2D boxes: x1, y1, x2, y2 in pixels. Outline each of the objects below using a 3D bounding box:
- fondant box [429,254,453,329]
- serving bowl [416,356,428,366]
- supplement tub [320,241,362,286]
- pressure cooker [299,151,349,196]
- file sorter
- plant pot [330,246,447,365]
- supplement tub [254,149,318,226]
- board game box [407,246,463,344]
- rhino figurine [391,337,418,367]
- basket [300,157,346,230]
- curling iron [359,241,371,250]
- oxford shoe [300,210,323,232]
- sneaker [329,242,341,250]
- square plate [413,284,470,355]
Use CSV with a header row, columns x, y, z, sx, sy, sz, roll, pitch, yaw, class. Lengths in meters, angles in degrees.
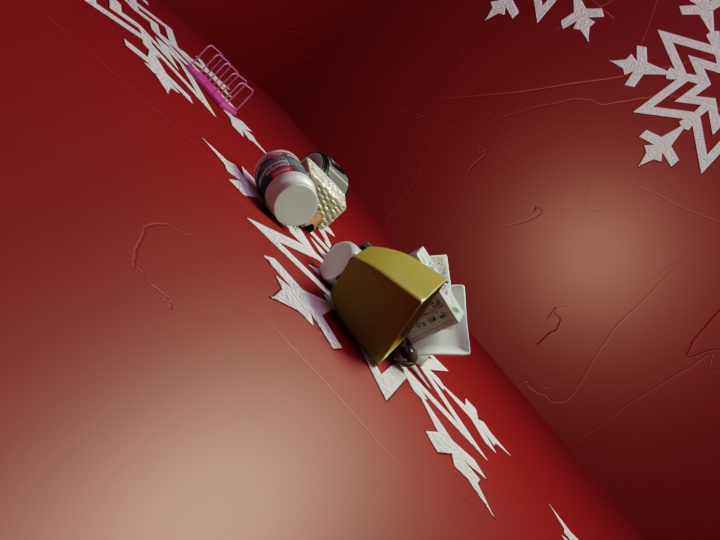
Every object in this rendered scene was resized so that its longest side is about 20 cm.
x,y,z,sx,sy,sz,roll,pitch,yaw,class
0.175,0.063,1.589,0.058,0.142,0.202,84,2,-68,fondant box
0.140,0.184,1.714,0.200,0.066,0.200,47,9,-9,serving bowl
-0.002,0.024,1.535,0.200,0.122,0.123,41,11,-37,supplement tub
-0.155,-0.323,2.080,0.200,0.175,0.180,38,40,-42,pressure cooker
-0.511,-0.702,2.135,0.200,0.125,0.139,49,9,6,file sorter
0.049,0.056,1.355,0.199,0.197,0.194,38,27,12,plant pot
-0.202,-0.225,1.573,0.140,0.140,0.201,39,12,-42,supplement tub
0.143,0.065,1.458,0.201,0.147,0.064,58,29,-6,board game box
0.089,0.177,1.524,0.087,0.060,0.200,45,8,-40,rhino figurine
-0.154,-0.250,1.922,0.200,0.135,0.124,44,14,-26,basket
0.040,0.006,1.650,0.202,0.025,0.050,68,-26,18,curling iron
-0.156,-0.148,1.764,0.200,0.070,0.072,3,73,-77,oxford shoe
-0.058,-0.042,1.761,0.087,0.076,0.200,36,-1,28,sneaker
0.196,0.139,1.603,0.029,0.195,0.202,85,4,-67,square plate
